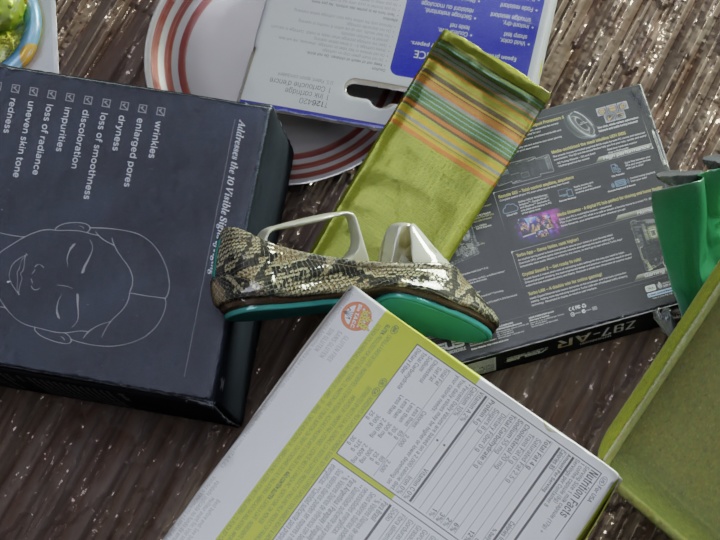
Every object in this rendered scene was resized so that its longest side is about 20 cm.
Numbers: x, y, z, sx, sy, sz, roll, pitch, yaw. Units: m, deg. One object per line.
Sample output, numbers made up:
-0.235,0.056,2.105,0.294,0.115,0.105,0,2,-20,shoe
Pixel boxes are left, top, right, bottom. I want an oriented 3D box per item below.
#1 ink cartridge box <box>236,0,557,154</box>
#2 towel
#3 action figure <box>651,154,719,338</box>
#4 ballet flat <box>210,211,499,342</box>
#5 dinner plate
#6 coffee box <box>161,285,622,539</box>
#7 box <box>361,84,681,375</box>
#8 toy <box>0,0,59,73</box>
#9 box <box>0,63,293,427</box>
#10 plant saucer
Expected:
0.034,-0.180,1.495,0.198,0.047,0.200,11,75,11,ink cartridge box
0.039,-0.054,1.428,0.086,0.018,0.200,31,88,12,towel
0.232,0.029,1.390,0.118,0.055,0.200,-17,106,-31,action figure
0.000,0.000,1.366,0.200,0.068,0.075,6,74,-26,ballet flat
-0.052,-0.150,1.528,0.200,0.024,0.200,-1,72,4,dinner plate
0.015,0.167,1.314,0.198,0.200,0.200,34,76,9,coffee box
0.116,-0.023,1.461,0.200,0.044,0.160,-16,70,-2,box
-0.278,-0.195,1.546,0.115,0.047,0.200,-6,70,4,toy
-0.162,-0.015,1.425,0.196,0.124,0.200,9,80,9,box
0.244,0.087,1.354,0.200,0.200,0.048,-55,33,-9,plant saucer
